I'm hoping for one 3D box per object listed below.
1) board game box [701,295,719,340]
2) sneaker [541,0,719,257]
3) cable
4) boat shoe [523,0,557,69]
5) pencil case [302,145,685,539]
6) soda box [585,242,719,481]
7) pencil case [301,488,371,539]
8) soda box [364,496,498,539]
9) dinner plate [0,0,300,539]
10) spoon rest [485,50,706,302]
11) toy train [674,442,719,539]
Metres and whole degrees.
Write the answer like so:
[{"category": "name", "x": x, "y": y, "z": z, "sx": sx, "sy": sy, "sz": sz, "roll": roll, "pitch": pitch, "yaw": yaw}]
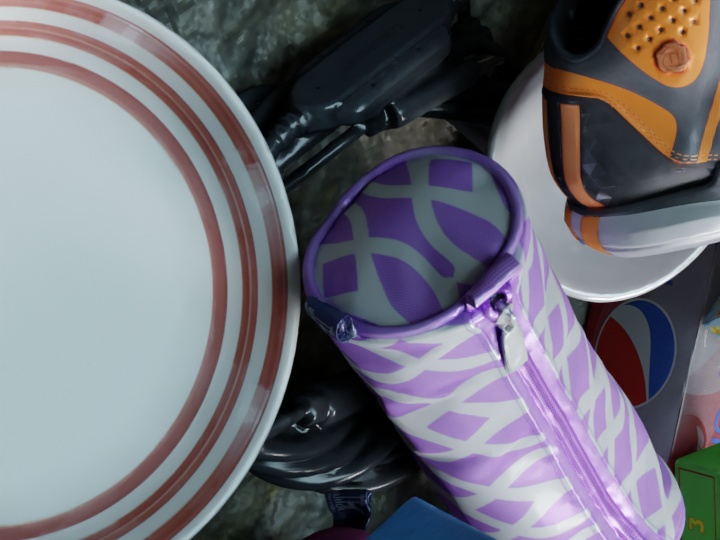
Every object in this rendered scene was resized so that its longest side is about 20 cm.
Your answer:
[{"category": "board game box", "x": 0.251, "y": 0.037, "z": 0.900, "sx": 0.200, "sy": 0.103, "sz": 0.105, "roll": 40, "pitch": 69, "yaw": -8}, {"category": "sneaker", "x": 0.156, "y": -0.082, "z": 0.794, "sx": 0.198, "sy": 0.078, "sz": 0.113, "roll": -16, "pitch": 112, "yaw": -8}, {"category": "cable", "x": 0.000, "y": 0.000, "z": 0.855, "sx": 0.200, "sy": 0.051, "sz": 0.164, "roll": -42, "pitch": 128, "yaw": -28}, {"category": "boat shoe", "x": 0.109, "y": -0.150, "z": 0.912, "sx": 0.066, "sy": 0.074, "sz": 0.201, "roll": 34, "pitch": 78, "yaw": -20}, {"category": "pencil case", "x": 0.053, "y": 0.042, "z": 0.821, "sx": 0.084, "sy": 0.085, "sz": 0.200, "roll": -54, "pitch": 140, "yaw": -17}, {"category": "soda box", "x": 0.140, "y": 0.010, "z": 0.963, "sx": 0.070, "sy": 0.063, "sz": 0.202, "roll": 15, "pitch": 88, "yaw": -41}, {"category": "pencil case", "x": -0.065, "y": 0.143, "z": 0.783, "sx": 0.199, "sy": 0.093, "sz": 0.091, "roll": -17, "pitch": 91, "yaw": -39}, {"category": "soda box", "x": -0.022, "y": 0.164, "z": 0.725, "sx": 0.200, "sy": 0.068, "sz": 0.064, "roll": -40, "pitch": 128, "yaw": -24}, {"category": "dinner plate", "x": -0.112, "y": 0.008, "z": 0.744, "sx": 0.199, "sy": 0.024, "sz": 0.202, "roll": -1, "pitch": 93, "yaw": -25}, {"category": "spoon rest", "x": 0.122, "y": -0.078, "z": 0.851, "sx": 0.099, "sy": 0.061, "sz": 0.200, "roll": 41, "pitch": 81, "yaw": -21}, {"category": "toy train", "x": 0.149, "y": 0.163, "z": 0.920, "sx": 0.042, "sy": 0.056, "sz": 0.202, "roll": -14, "pitch": 107, "yaw": -39}]
